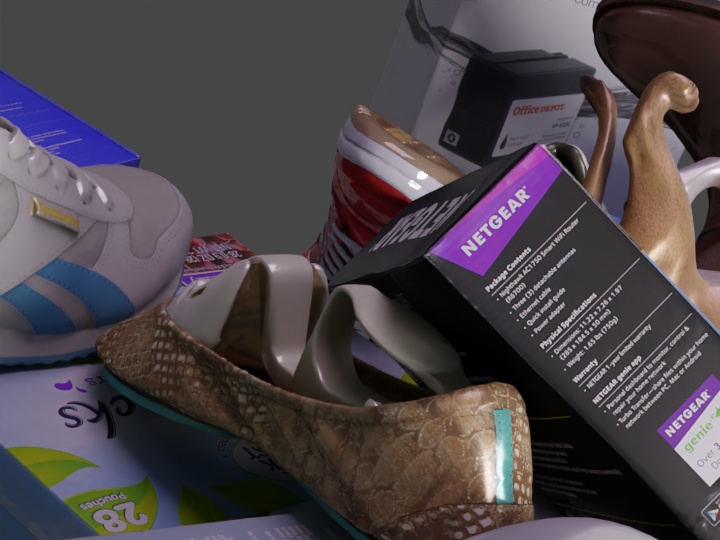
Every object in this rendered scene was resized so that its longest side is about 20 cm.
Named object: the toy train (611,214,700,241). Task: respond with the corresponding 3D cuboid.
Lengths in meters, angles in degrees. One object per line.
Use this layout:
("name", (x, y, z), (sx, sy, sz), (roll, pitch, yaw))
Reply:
("toy train", (0.140, 0.021, 1.007), (0.200, 0.087, 0.114), (17, 15, -6))

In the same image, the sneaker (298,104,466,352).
("sneaker", (0.000, 0.000, 0.853), (0.071, 0.113, 0.200), (38, 0, 9))

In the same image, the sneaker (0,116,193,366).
("sneaker", (-0.124, -0.018, 0.698), (0.076, 0.081, 0.200), (28, 23, 29))

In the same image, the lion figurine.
("lion figurine", (0.136, 0.024, 0.735), (0.200, 0.123, 0.072), (32, -15, 8))

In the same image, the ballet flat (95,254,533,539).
("ballet flat", (-0.014, 0.031, 0.642), (0.070, 0.065, 0.200), (0, 16, -41))

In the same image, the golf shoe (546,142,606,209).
("golf shoe", (0.063, 0.031, 0.848), (0.078, 0.097, 0.200), (3, 44, 11))

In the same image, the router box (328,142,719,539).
("router box", (0.068, 0.038, 0.662), (0.149, 0.051, 0.200), (46, -9, -4))

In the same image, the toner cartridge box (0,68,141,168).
("toner cartridge box", (-0.192, -0.038, 0.895), (0.095, 0.043, 0.200), (31, 25, 21))

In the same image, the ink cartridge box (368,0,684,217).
("ink cartridge box", (0.094, -0.096, 1.063), (0.145, 0.200, 0.084), (14, 24, -16))

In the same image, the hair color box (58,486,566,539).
("hair color box", (-0.018, 0.127, 0.617), (0.200, 0.099, 0.061), (-1, 32, -41))

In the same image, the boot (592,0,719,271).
("boot", (0.126, -0.011, 0.830), (0.186, 0.064, 0.200), (31, 59, 19))

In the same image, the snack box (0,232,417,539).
("snack box", (-0.073, 0.061, 0.753), (0.200, 0.068, 0.169), (-9, 37, -47))

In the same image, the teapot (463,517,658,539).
("teapot", (0.029, 0.167, 0.524), (0.200, 0.146, 0.198), (46, 33, -31))
